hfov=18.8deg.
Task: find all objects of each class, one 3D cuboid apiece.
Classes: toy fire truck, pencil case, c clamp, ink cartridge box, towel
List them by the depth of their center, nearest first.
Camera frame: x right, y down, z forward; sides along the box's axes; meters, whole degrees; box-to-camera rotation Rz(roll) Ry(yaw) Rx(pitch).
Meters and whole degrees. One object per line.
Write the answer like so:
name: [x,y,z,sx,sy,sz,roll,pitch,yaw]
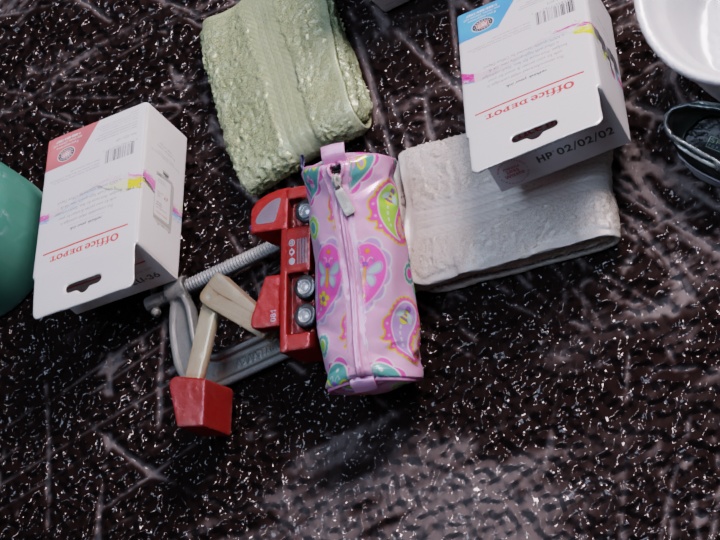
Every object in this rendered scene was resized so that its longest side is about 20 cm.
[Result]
ink cartridge box: [0.145,-0.140,1.728,0.115,0.068,0.200,-21,40,18]
pencil case: [0.000,0.000,1.758,0.087,0.087,0.201,-10,83,29]
towel: [0.115,-0.060,1.774,0.199,0.034,0.133,-16,62,26]
toy fire truck: [-0.088,0.033,1.829,0.141,0.049,0.201,-9,72,26]
c clamp: [-0.107,0.015,1.888,0.199,0.027,0.171,-19,60,25]
towel: [-0.071,-0.174,1.946,0.148,0.036,0.201,-30,56,20]
ink cartridge box: [-0.224,-0.039,1.947,0.116,0.067,0.201,-18,50,26]

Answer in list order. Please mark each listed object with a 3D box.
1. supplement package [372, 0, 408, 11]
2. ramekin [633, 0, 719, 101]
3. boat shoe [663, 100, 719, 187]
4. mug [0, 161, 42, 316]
supplement package: [0.045,-0.360,1.907,0.155,0.111,0.201,-23,59,23]
ramekin: [0.319,-0.214,1.670,0.200,0.098,0.201,-14,62,27]
boat shoe: [0.316,-0.085,1.631,0.199,0.068,0.074,29,86,38]
mug: [-0.393,-0.044,2.046,0.185,0.114,0.152,18,79,37]
